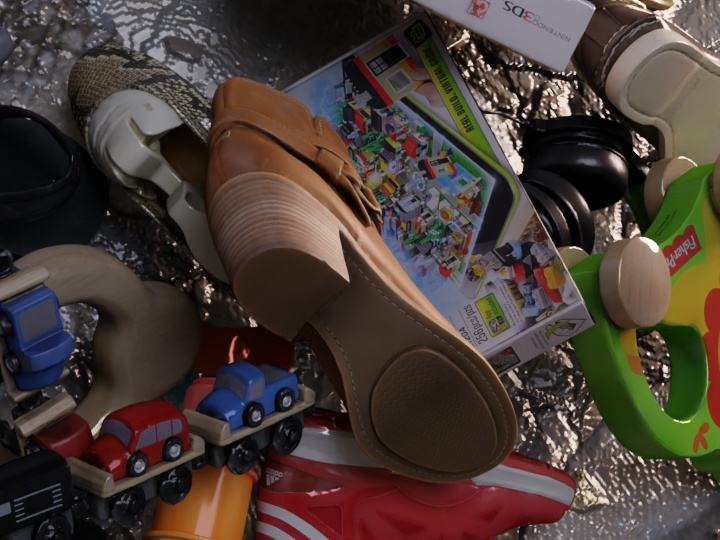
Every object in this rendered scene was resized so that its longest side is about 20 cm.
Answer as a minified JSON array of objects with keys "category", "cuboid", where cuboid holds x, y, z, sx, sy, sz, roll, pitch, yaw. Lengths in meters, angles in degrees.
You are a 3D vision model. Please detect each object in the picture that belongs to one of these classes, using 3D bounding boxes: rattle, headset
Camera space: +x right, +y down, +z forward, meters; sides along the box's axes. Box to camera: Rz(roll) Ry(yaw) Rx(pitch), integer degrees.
[{"category":"rattle","cuboid":[-0.151,0.035,0.963,0.199,0.142,0.131,-13,105,-46]},{"category":"headset","cuboid":[0.103,-0.041,1.114,0.200,0.094,0.124,47,52,-18]}]

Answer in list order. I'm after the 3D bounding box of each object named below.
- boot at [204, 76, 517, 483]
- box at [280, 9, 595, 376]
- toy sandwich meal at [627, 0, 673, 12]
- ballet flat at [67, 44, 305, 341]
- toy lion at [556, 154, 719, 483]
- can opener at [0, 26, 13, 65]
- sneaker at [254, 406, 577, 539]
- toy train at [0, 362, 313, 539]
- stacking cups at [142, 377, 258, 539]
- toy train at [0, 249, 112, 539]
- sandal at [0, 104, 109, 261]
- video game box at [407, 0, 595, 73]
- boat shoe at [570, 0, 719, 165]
[{"category":"boot","cuboid":[0.000,0.000,0.925,0.200,0.073,0.155,48,16,-34]},{"category":"box","cuboid":[0.032,-0.032,1.020,0.109,0.035,0.201,-29,62,5]},{"category":"toy sandwich meal","cuboid":[0.115,-0.222,1.146,0.204,0.071,0.205,27,16,-8]},{"category":"ballet flat","cuboid":[-0.084,-0.041,0.972,0.200,0.068,0.075,45,20,7]},{"category":"toy lion","cuboid":[0.198,0.042,1.082,0.200,0.068,0.193,-35,109,-43]},{"category":"can opener","cuboid":[-0.237,-0.069,0.949,0.200,0.066,0.053,-56,141,-38]},{"category":"sneaker","cuboid":[0.021,0.139,0.989,0.199,0.078,0.117,15,90,-34]},{"category":"toy train","cuboid":[-0.097,0.081,0.840,0.199,0.034,0.046,-20,113,-41]},{"category":"stacking cups","cuboid":[-0.087,0.150,0.902,0.060,0.060,0.202,15,70,-19]},{"category":"toy train","cuboid":[-0.139,0.083,0.864,0.034,0.046,0.201,-28,125,-31]},{"category":"sandal","cuboid":[-0.184,-0.053,0.929,0.200,0.048,0.076,20,63,-53]},{"category":"video game box","cuboid":[0.021,-0.179,1.064,0.181,0.200,0.047,22,100,-13]},{"category":"boat shoe","cuboid":[0.178,-0.110,1.132,0.060,0.072,0.200,47,12,26]}]
